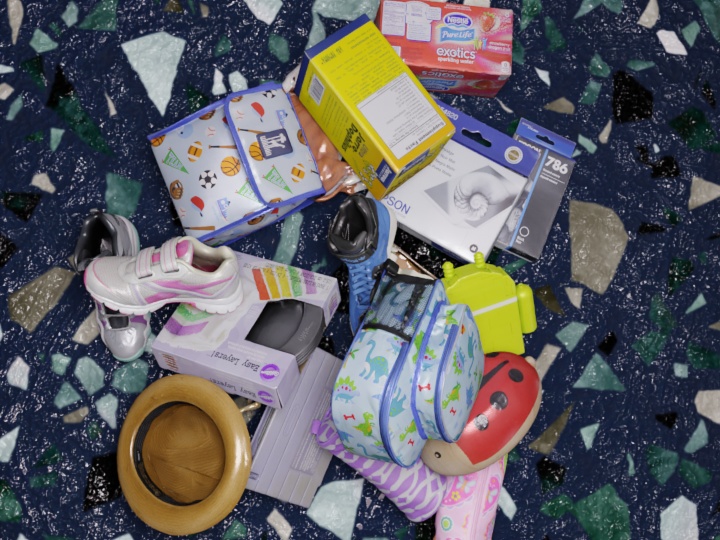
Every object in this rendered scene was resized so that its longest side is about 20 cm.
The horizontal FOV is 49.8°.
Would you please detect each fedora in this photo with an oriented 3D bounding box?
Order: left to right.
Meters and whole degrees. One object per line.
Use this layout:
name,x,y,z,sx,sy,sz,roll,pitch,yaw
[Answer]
fedora,-0.212,0.231,0.981,0.197,0.082,0.205,-5,76,21

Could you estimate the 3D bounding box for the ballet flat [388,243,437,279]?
ballet flat,0.057,0.001,1.101,0.198,0.067,0.069,31,79,-1

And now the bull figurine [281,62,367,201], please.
bull figurine,-0.048,-0.199,1.118,0.119,0.065,0.204,-7,83,-8

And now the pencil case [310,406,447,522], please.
pencil case,0.026,0.251,1.029,0.200,0.085,0.084,43,36,-15

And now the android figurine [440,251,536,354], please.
android figurine,0.158,0.072,1.071,0.179,0.041,0.203,-19,115,-6

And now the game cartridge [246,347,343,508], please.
game cartridge,-0.078,0.207,1.045,0.129,0.038,0.203,33,77,-44

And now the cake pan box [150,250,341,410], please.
cake pan box,-0.142,0.070,1.009,0.197,0.053,0.186,16,54,21

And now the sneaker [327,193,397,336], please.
sneaker,-0.001,0.000,1.020,0.075,0.111,0.204,0,79,30

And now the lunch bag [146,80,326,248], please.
lunch bag,-0.163,-0.141,1.057,0.197,0.124,0.173,-23,87,3

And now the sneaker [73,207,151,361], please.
sneaker,-0.336,0.018,1.019,0.076,0.140,0.204,-12,82,0

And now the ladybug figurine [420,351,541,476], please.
ladybug figurine,0.152,0.176,1.013,0.200,0.072,0.135,-42,47,-10

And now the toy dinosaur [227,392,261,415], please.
toy dinosaur,-0.113,0.141,1.045,0.198,0.058,0.103,-29,130,-28

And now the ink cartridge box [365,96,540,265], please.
ink cartridge box,0.134,-0.134,1.118,0.197,0.041,0.202,28,83,10

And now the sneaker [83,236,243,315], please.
sneaker,-0.238,-0.003,0.959,0.196,0.089,0.082,-1,44,-21

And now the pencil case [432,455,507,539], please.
pencil case,0.155,0.291,1.066,0.086,0.087,0.204,14,82,-4

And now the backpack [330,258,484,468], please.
backpack,0.059,0.126,0.923,0.145,0.184,0.202,12,56,28

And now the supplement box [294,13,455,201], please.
supplement box,0.015,-0.216,1.046,0.108,0.110,0.201,-36,85,-19

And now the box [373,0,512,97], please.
box,0.117,-0.324,1.135,0.196,0.095,0.102,4,83,-5

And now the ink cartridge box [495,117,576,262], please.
ink cartridge box,0.251,-0.125,1.153,0.098,0.039,0.203,22,80,-2
